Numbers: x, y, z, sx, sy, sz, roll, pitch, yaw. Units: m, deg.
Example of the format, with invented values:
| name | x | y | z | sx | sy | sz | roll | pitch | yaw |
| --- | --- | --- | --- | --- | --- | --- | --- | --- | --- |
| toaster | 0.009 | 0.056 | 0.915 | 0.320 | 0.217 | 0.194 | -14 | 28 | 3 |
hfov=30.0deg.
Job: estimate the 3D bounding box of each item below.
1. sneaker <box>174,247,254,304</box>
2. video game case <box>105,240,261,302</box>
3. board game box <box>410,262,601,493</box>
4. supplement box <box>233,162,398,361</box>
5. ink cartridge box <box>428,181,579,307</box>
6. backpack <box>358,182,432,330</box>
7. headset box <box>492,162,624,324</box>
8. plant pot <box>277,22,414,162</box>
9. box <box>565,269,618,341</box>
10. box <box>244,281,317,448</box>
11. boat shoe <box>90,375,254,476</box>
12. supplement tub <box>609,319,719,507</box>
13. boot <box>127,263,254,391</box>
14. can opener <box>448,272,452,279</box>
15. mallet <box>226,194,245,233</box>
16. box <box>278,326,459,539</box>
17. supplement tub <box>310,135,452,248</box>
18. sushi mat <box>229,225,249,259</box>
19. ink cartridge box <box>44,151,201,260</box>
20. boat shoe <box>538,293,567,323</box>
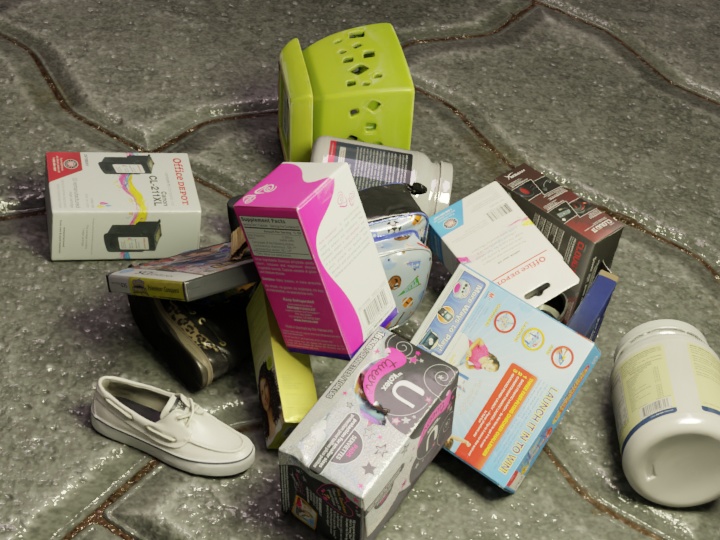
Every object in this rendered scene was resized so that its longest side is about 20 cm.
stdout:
| name | x | y | z | sx | sy | sz | roll | pitch | yaw |
| --- | --- | --- | --- | --- | --- | --- | --- | --- | --- |
| sneaker | -0.166 | -0.004 | 1.789 | 0.198 | 0.076 | 0.088 | -3 | 19 | -19 |
| video game case | -0.175 | -0.004 | 1.608 | 0.199 | 0.026 | 0.180 | -17 | 13 | -38 |
| board game box | 0.150 | 0.127 | 1.601 | 0.195 | 0.201 | 0.056 | 32 | -3 | 24 |
| supplement box | -0.048 | -0.012 | 1.517 | 0.103 | 0.201 | 0.101 | 6 | 35 | 38 |
| ink cartridge box | 0.187 | -0.010 | 1.766 | 0.115 | 0.068 | 0.200 | -29 | 56 | -11 |
| backpack | 0.000 | 0.000 | 1.715 | 0.198 | 0.191 | 0.155 | -9 | 47 | -17 |
| headset box | 0.266 | -0.032 | 1.863 | 0.200 | 0.150 | 0.075 | 36 | 44 | 28 |
| plant pot | -0.029 | -0.237 | 2.015 | 0.180 | 0.201 | 0.200 | -5 | 40 | -9 |
| box | 0.272 | 0.099 | 1.718 | 0.032 | 0.122 | 0.200 | 25 | 39 | 16 |
| box | -0.094 | 0.105 | 1.595 | 0.050 | 0.075 | 0.201 | 3 | 56 | -23 |
| boat shoe | -0.213 | 0.171 | 1.533 | 0.199 | 0.066 | 0.072 | 21 | 37 | 11 |
| supplement tub | 0.380 | 0.170 | 1.636 | 0.144 | 0.146 | 0.201 | 9 | 37 | -4 |
| boot | -0.192 | 0.052 | 1.688 | 0.150 | 0.074 | 0.200 | -19 | 50 | -33 |
| can opener | 0.140 | 0.034 | 1.818 | 0.063 | 0.079 | 0.200 | 26 | 48 | 6 |
| mallet | -0.090 | -0.076 | 1.832 | 0.198 | 0.066 | 0.041 | -5 | 31 | 20 |
| box | 0.012 | 0.187 | 1.485 | 0.114 | 0.133 | 0.200 | 27 | 54 | 20 |
| supplement tub | 0.022 | -0.107 | 1.899 | 0.198 | 0.141 | 0.141 | 10 | 37 | -3 |
| sushi mat | -0.124 | -0.062 | 1.647 | 0.012 | 0.096 | 0.200 | 44 | 4 | -10 |
| ink cartridge box | -0.324 | -0.090 | 1.828 | 0.198 | 0.083 | 0.146 | -2 | 38 | -17 |
| boat shoe | 0.201 | 0.083 | 1.771 | 0.073 | 0.063 | 0.201 | 36 | 44 | 26 |
